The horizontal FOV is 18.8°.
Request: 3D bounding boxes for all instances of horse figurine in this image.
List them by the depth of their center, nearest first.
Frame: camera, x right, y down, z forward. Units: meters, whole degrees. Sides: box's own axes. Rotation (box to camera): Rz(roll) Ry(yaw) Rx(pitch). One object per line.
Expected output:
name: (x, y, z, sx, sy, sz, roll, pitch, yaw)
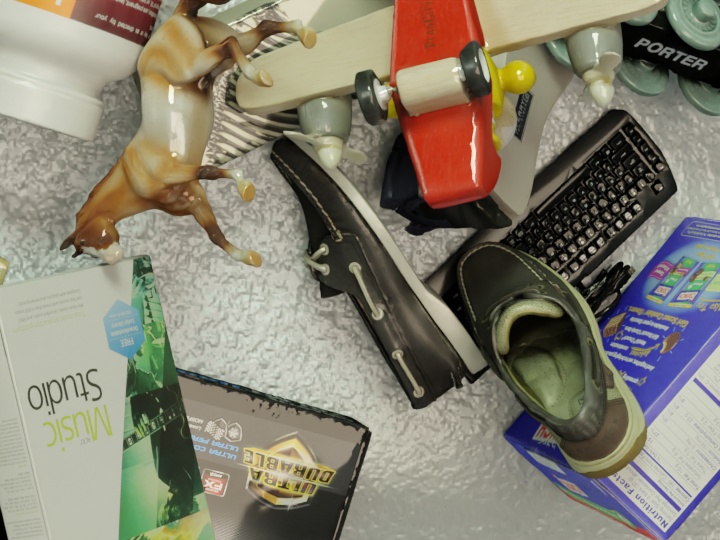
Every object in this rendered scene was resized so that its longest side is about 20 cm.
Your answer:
horse figurine: (-0.095, -0.090, 1.244, 0.050, 0.132, 0.200, 6, 98, -48)

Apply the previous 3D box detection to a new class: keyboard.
keyboard: (0.135, -0.007, 1.431, 0.200, 0.040, 0.104, -43, 107, -8)

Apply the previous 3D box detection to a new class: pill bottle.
pill bottle: (-0.166, -0.182, 1.270, 0.113, 0.113, 0.200, 17, 91, -19)

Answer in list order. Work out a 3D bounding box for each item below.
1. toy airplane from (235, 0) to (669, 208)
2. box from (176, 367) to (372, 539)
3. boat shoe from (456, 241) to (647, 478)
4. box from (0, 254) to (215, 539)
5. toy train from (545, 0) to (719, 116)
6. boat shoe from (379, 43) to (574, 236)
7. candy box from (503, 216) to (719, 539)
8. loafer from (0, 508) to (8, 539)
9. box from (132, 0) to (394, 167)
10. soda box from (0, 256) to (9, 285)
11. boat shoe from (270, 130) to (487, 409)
toy airplane: (0.051, -0.128, 1.262, 0.199, 0.200, 0.141, -48, 139, -17)
box: (-0.115, 0.165, 1.367, 0.200, 0.050, 0.199, 17, 90, -19)
boat shoe: (0.109, 0.040, 1.330, 0.072, 0.201, 0.066, -34, 135, 4)
box: (-0.154, 0.099, 1.257, 0.144, 0.036, 0.200, -15, 94, -56)
toy train: (0.193, -0.174, 1.385, 0.200, 0.085, 0.114, 15, 55, -26)
boat shoe: (0.073, -0.110, 1.383, 0.075, 0.093, 0.200, 46, 51, -32)
candy box: (0.202, 0.066, 1.393, 0.077, 0.169, 0.200, 44, 84, -14)
loafer: (-0.197, 0.168, 1.280, 0.073, 0.071, 0.200, -20, 101, -13)
box: (-0.036, -0.136, 1.342, 0.200, 0.068, 0.082, -28, 103, -12)
soda box: (-0.268, 0.075, 1.260, 0.068, 0.064, 0.200, 18, 91, -19)
boat shoe: (0.000, 0.000, 1.372, 0.060, 0.074, 0.200, -38, 106, -1)
